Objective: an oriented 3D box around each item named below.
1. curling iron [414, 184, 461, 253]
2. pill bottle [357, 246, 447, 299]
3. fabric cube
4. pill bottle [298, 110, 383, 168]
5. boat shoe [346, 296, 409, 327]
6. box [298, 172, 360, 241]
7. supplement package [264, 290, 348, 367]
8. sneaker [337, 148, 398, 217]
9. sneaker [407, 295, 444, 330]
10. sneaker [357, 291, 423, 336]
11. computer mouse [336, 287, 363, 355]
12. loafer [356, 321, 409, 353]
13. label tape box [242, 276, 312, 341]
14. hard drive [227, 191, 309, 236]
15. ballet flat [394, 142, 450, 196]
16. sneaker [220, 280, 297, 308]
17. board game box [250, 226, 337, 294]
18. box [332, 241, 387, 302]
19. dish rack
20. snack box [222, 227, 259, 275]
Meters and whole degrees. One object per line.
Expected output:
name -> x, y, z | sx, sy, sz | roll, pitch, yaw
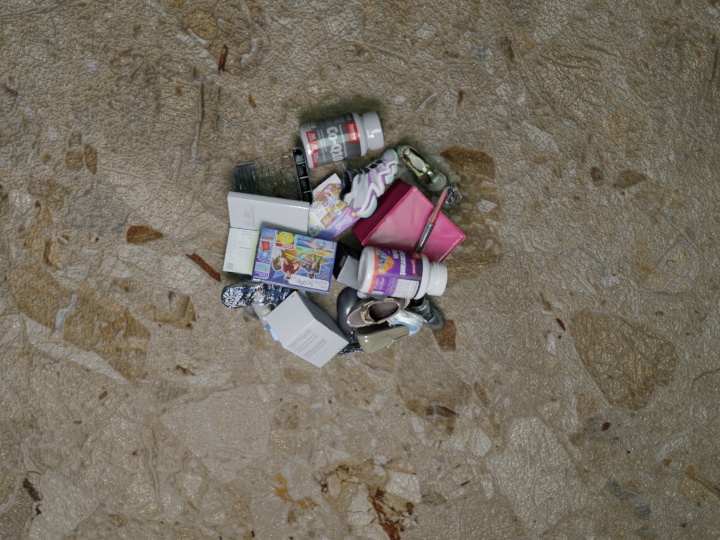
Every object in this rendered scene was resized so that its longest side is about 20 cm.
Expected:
curling iron -> 0.184, -0.118, 1.553 | 0.049, 0.026, 0.200 | 29, 98, -11
pill bottle -> 0.101, 0.009, 1.526 | 0.199, 0.111, 0.112 | 7, 103, -12
fabric cube -> 0.120, -0.098, 1.665 | 0.200, 0.199, 0.196 | 42, 93, -16
pill bottle -> -0.049, -0.337, 1.622 | 0.199, 0.114, 0.114 | -15, 106, -5
boat shoe -> 0.037, 0.107, 1.677 | 0.200, 0.060, 0.072 | -23, 100, 32
box -> -0.108, -0.147, 1.700 | 0.200, 0.039, 0.137 | -37, 106, 1
supplement package -> -0.139, 0.158, 1.682 | 0.109, 0.114, 0.200 | -42, 146, 4
sneaker -> 0.009, -0.251, 1.640 | 0.140, 0.078, 0.200 | 32, 78, -34
sneaker -> 0.168, 0.104, 1.778 | 0.066, 0.091, 0.200 | -40, 106, 4
sneaker -> 0.074, 0.110, 1.727 | 0.200, 0.072, 0.073 | 29, 89, 8
computer mouse -> -0.017, 0.146, 1.780 | 0.138, 0.053, 0.201 | -5, 105, -7
loafer -> 0.077, 0.179, 1.777 | 0.199, 0.076, 0.068 | -11, 113, -26
label tape box -> -0.212, 0.086, 1.729 | 0.143, 0.066, 0.200 | -26, 104, -2
hard drive -> -0.231, -0.140, 1.612 | 0.199, 0.132, 0.026 | 7, 59, -3
ballet flat -> 0.171, -0.262, 1.695 | 0.200, 0.075, 0.068 | 41, 94, -16
sneaker -> -0.262, 0.050, 1.644 | 0.199, 0.077, 0.076 | -1, 104, -19
board game box -> -0.167, -0.023, 1.615 | 0.199, 0.034, 0.136 | 12, 80, -17
box -> 0.000, 0.000, 1.669 | 0.141, 0.200, 0.079 | 22, 98, -13
dish rack -> -0.226, -0.221, 1.635 | 0.199, 0.055, 0.154 | -11, 93, 3
snack box -> -0.250, -0.041, 1.663 | 0.199, 0.037, 0.117 | 8, 82, 5
